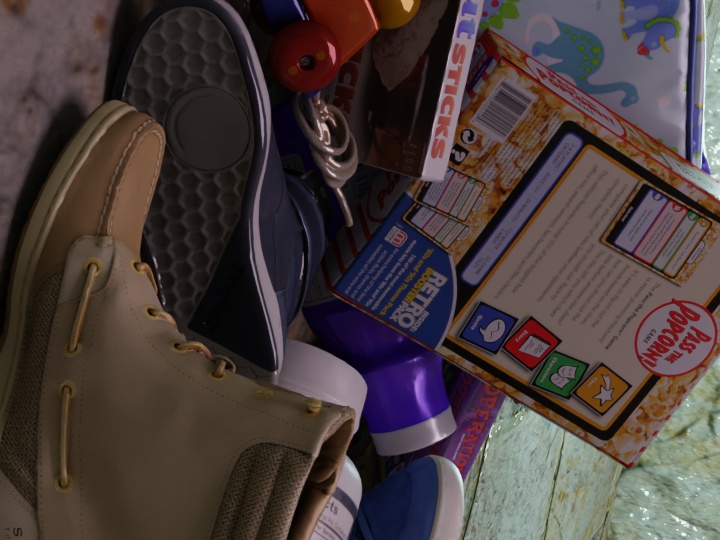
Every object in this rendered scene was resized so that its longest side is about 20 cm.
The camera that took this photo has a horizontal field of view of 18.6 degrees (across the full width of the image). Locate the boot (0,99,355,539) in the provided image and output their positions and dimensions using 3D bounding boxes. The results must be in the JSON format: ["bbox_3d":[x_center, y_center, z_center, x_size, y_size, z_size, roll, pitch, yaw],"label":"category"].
[{"bbox_3d":[-0.073,0.035,0.919,0.073,0.155,0.200,65,40,-67],"label":"boot"}]

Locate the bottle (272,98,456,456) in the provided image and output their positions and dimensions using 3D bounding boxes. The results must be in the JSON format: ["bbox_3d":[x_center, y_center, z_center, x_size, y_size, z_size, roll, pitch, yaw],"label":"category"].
[{"bbox_3d":[0.000,0.000,1.199,0.084,0.065,0.200,-33,106,-62],"label":"bottle"}]

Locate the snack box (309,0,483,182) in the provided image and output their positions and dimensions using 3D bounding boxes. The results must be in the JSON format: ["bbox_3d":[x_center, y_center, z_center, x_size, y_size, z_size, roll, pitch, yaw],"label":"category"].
[{"bbox_3d":[0.029,-0.148,1.075,0.024,0.072,0.200,3,102,-54],"label":"snack box"}]

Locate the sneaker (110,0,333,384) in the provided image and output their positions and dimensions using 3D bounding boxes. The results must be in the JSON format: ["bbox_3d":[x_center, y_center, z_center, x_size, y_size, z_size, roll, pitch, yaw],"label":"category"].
[{"bbox_3d":[-0.064,-0.052,1.061,0.146,0.077,0.203,-68,157,-63],"label":"sneaker"}]

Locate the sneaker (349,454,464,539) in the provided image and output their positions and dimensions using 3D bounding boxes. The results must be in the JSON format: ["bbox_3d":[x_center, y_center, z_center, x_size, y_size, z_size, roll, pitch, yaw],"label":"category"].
[{"bbox_3d":[-0.034,0.170,1.206,0.200,0.111,0.077,-55,-154,23],"label":"sneaker"}]

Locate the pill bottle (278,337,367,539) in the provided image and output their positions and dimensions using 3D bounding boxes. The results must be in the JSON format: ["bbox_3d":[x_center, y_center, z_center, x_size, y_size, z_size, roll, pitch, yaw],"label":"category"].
[{"bbox_3d":[-0.064,0.138,1.131,0.111,0.111,0.200,73,32,-63],"label":"pill bottle"}]

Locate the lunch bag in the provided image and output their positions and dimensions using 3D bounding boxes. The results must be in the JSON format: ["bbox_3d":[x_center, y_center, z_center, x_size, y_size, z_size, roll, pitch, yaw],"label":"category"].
[{"bbox_3d":[0.104,-0.096,1.167,0.082,0.160,0.200,-95,-179,-63],"label":"lunch bag"}]

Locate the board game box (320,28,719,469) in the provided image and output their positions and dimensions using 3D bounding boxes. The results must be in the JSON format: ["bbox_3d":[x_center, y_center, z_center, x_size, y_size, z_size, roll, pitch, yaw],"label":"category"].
[{"bbox_3d":[0.103,-0.007,1.138,0.152,0.200,0.046,-53,-160,16],"label":"board game box"}]

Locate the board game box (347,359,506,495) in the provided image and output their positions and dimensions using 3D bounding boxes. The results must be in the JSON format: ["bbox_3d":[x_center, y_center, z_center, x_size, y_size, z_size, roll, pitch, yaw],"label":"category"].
[{"bbox_3d":[0.014,0.110,1.289,0.200,0.032,0.120,-65,-146,21],"label":"board game box"}]

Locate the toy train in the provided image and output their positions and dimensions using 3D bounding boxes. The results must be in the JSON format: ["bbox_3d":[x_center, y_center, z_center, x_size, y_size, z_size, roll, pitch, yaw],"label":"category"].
[{"bbox_3d":[0.008,-0.126,1.031,0.085,0.116,0.200,-108,173,-61],"label":"toy train"}]
